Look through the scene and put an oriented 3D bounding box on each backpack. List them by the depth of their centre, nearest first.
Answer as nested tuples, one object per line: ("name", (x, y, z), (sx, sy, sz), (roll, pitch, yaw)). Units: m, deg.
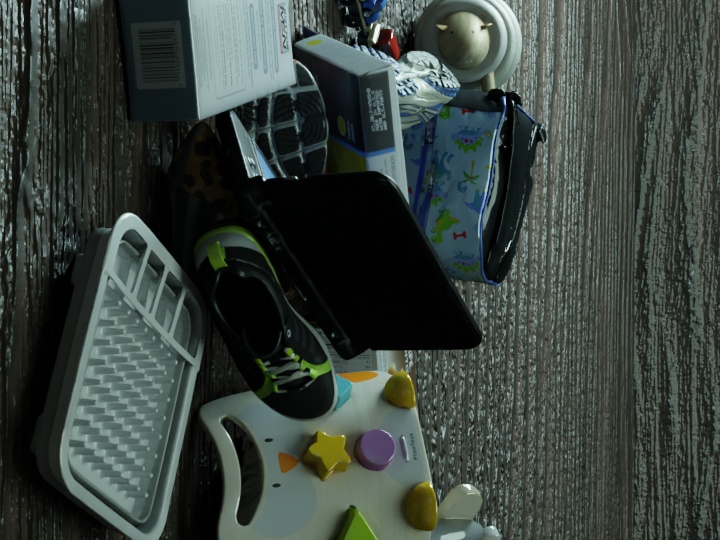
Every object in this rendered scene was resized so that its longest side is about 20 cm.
("backpack", (0.111, -0.088, 1.797), (0.183, 0.146, 0.202), (27, 70, -70))

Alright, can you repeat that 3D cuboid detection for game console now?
("game console", (-0.010, -0.033, 1.254), (0.200, 0.116, 0.176), (59, 8, -41))

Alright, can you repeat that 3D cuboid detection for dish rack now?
("dish rack", (-0.171, 0.078, 1.137), (0.172, 0.043, 0.201), (58, 37, -59))

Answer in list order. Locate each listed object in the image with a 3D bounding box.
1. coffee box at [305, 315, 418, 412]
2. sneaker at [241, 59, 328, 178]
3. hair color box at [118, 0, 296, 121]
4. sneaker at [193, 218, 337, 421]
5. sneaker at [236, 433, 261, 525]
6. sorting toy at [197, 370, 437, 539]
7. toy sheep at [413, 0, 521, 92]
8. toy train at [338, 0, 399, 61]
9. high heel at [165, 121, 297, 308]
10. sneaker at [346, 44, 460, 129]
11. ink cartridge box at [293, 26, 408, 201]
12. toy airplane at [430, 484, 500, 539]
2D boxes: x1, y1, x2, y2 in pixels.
("coffee box", (0.004, 0.134, 1.589), (0.114, 0.079, 0.202), (-32, 121, -67))
("sneaker", (-0.063, -0.099, 1.440), (0.085, 0.076, 0.201), (-95, 180, -60))
("hair color box", (-0.115, -0.181, 1.269), (0.200, 0.060, 0.100), (-36, 124, -66))
("sneaker", (-0.077, 0.054, 1.237), (0.083, 0.071, 0.201), (-100, 164, -57))
("sneaker", (-0.079, 0.174, 1.388), (0.081, 0.075, 0.200), (58, 35, -19))
("sorting toy", (-0.042, 0.164, 1.327), (0.107, 0.179, 0.201), (-48, -132, 54))
("toy sheep", (0.124, -0.260, 1.875), (0.200, 0.137, 0.139), (-68, 155, -80))
("toy train", (0.018, -0.227, 1.679), (0.201, 0.045, 0.034), (72, 26, -43))
("high heel", (-0.089, -0.047, 1.321), (0.200, 0.071, 0.144), (-8, 104, -62))
("sneaker", (0.021, -0.168, 1.629), (0.199, 0.077, 0.085), (-3, 135, -51))
("ink cartridge box", (-0.017, -0.107, 1.481), (0.200, 0.047, 0.199), (32, -45, 58))
("toy airplane", (0.040, 0.286, 1.490), (0.142, 0.198, 0.201), (-94, 163, -50))
